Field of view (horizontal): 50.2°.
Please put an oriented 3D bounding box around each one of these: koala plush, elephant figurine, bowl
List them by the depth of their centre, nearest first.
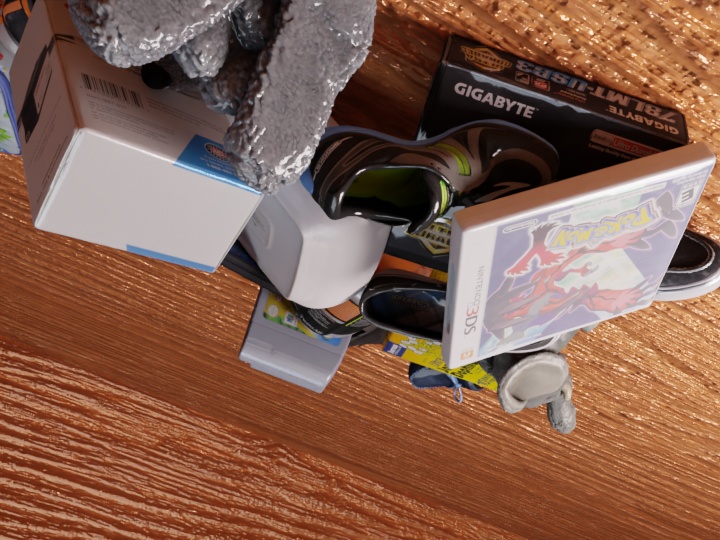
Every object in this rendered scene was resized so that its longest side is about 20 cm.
[{"bbox_3d":[-0.098,-0.181,0.542,0.177,0.186,0.199,40,171,-31],"label":"koala plush"},{"bbox_3d":[-0.068,-0.063,0.713,0.201,0.074,0.201,49,153,14],"label":"bowl"},{"bbox_3d":[0.178,0.089,0.820,0.152,0.204,0.141,20,-157,15],"label":"elephant figurine"}]

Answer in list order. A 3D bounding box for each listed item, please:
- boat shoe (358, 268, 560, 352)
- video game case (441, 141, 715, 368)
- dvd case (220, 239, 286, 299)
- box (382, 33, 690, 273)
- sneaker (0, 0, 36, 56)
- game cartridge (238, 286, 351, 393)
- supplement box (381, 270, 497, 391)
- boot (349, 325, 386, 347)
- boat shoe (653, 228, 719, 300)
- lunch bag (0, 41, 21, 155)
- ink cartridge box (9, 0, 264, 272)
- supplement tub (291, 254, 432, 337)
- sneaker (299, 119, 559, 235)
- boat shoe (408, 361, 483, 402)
[{"bbox_3d":[0.090,0.042,0.724,0.195,0.072,0.066,14,-157,18],"label":"boat shoe"},{"bbox_3d":[0.160,-0.004,0.600,0.195,0.023,0.184,-16,144,-9],"label":"video game case"},{"bbox_3d":[-0.159,-0.056,0.805,0.200,0.018,0.142,48,-172,34],"label":"dvd case"},{"bbox_3d":[0.132,-0.069,0.638,0.195,0.050,0.201,18,137,-2],"label":"box"},{"bbox_3d":[-0.229,-0.182,0.706,0.110,0.079,0.199,-4,149,45],"label":"sneaker"},{"bbox_3d":[-0.071,0.054,0.988,0.131,0.203,0.041,24,134,-13],"label":"game cartridge"},{"bbox_3d":[0.138,0.069,0.960,0.195,0.112,0.109,19,158,0],"label":"supplement box"},{"bbox_3d":[0.063,0.108,1.164,0.171,0.071,0.199,26,154,-17],"label":"boot"},{"bbox_3d":[0.239,-0.028,0.717,0.196,0.073,0.068,15,161,27],"label":"boat shoe"},{"bbox_3d":[-0.415,-0.205,0.798,0.157,0.084,0.200,20,159,-12],"label":"lunch bag"},{"bbox_3d":[-0.177,-0.108,0.588,0.143,0.202,0.084,16,123,-40],"label":"ink cartridge box"},{"bbox_3d":[0.000,0.000,0.887,0.120,0.125,0.199,25,156,-17],"label":"supplement tub"},{"bbox_3d":[0.054,-0.061,0.552,0.194,0.084,0.072,-4,133,-18],"label":"sneaker"},{"bbox_3d":[0.153,0.132,1.075,0.197,0.070,0.084,-23,134,27],"label":"boat shoe"}]
